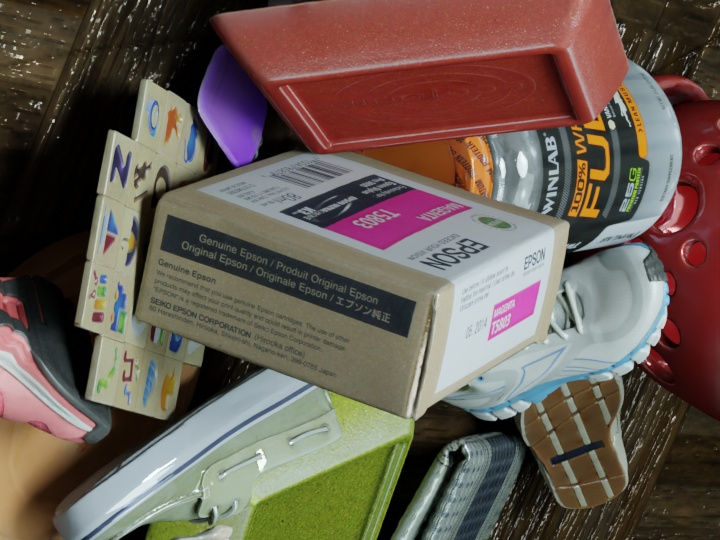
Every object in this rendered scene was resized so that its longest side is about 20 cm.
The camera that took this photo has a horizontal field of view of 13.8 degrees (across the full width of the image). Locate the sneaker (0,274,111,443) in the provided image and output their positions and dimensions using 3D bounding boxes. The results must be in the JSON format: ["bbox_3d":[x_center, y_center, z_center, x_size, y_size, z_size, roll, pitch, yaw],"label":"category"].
[{"bbox_3d":[-0.205,0.039,1.506,0.087,0.074,0.200,-28,142,21],"label":"sneaker"}]

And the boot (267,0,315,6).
[{"bbox_3d":[0.047,-0.161,1.662,0.200,0.096,0.074,-26,133,-41],"label":"boot"}]

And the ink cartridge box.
[{"bbox_3d":[0.000,0.000,1.589,0.200,0.164,0.075,-25,130,-64],"label":"ink cartridge box"}]

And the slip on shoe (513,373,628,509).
[{"bbox_3d":[0.140,0.088,1.985,0.076,0.061,0.200,-18,147,4],"label":"slip on shoe"}]

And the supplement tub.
[{"bbox_3d":[0.090,-0.066,1.767,0.200,0.122,0.123,-11,123,-50],"label":"supplement tub"}]

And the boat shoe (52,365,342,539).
[{"bbox_3d":[-0.082,0.107,1.646,0.200,0.062,0.072,-32,-178,-38],"label":"boat shoe"}]

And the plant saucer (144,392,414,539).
[{"bbox_3d":[-0.047,0.157,1.796,0.200,0.048,0.200,-21,139,-44],"label":"plant saucer"}]

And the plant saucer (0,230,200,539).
[{"bbox_3d":[-0.157,0.074,1.629,0.200,0.032,0.201,-32,137,-36],"label":"plant saucer"}]

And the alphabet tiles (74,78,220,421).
[{"bbox_3d":[-0.107,-0.008,1.571,0.200,0.006,0.167,28,71,-74],"label":"alphabet tiles"}]

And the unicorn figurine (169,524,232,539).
[{"bbox_3d":[-0.153,0.193,1.666,0.137,0.074,0.200,-11,150,-40],"label":"unicorn figurine"}]

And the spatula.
[{"bbox_3d":[-0.061,-0.048,1.668,0.200,0.021,0.057,79,23,-52],"label":"spatula"}]

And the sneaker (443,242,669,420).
[{"bbox_3d":[0.104,0.041,1.845,0.087,0.075,0.200,7,150,-43],"label":"sneaker"}]

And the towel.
[{"bbox_3d":[0.041,0.194,1.948,0.200,0.034,0.193,-65,167,6],"label":"towel"}]

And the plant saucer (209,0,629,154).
[{"bbox_3d":[0.037,-0.103,1.572,0.200,0.199,0.037,48,36,-76],"label":"plant saucer"}]

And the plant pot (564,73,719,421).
[{"bbox_3d":[0.228,-0.019,1.931,0.200,0.182,0.201,-32,137,-35],"label":"plant pot"}]
